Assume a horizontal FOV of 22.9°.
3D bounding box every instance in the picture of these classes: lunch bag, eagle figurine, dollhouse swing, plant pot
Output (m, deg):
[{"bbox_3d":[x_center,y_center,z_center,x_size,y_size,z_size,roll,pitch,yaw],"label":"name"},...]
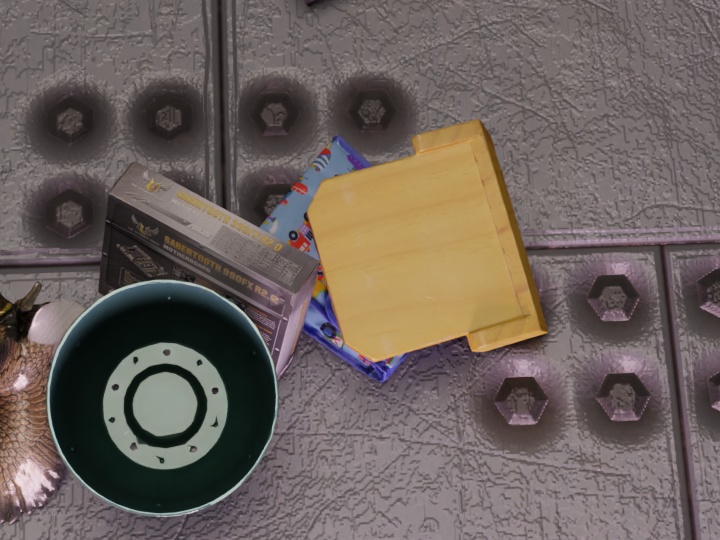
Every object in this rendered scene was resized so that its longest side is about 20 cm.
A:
[{"bbox_3d":[0.000,0.000,1.698,0.200,0.094,0.151,39,65,-2],"label":"lunch bag"},{"bbox_3d":[-0.334,0.117,1.624,0.151,0.151,0.201,11,59,-9],"label":"eagle figurine"},{"bbox_3d":[0.062,-0.014,1.658,0.175,0.182,0.201,-18,84,8],"label":"dollhouse swing"},{"bbox_3d":[-0.176,0.118,1.593,0.199,0.161,0.202,1,83,-6],"label":"plant pot"}]

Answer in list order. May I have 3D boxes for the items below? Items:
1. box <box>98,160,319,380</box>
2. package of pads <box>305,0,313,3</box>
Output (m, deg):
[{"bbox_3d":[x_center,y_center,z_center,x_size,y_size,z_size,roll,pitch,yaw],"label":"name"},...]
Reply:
[{"bbox_3d":[-0.144,0.006,1.645,0.199,0.159,0.048,28,52,9],"label":"box"},{"bbox_3d":[0.001,-0.368,1.827,0.199,0.076,0.121,-27,72,-10],"label":"package of pads"}]
